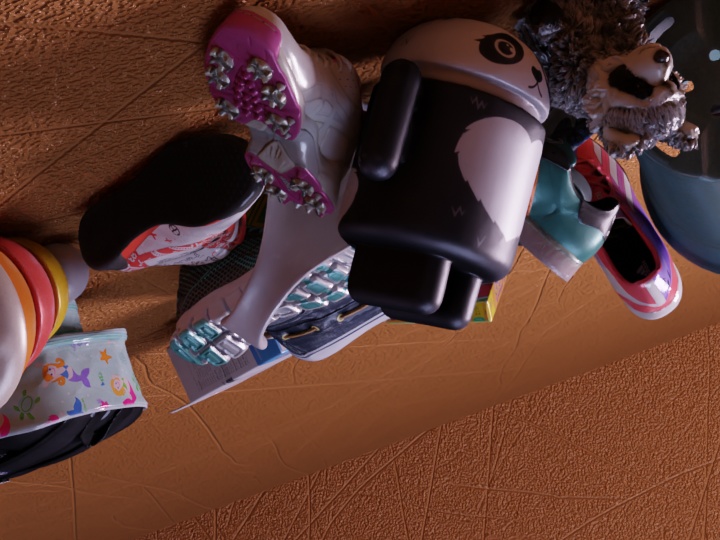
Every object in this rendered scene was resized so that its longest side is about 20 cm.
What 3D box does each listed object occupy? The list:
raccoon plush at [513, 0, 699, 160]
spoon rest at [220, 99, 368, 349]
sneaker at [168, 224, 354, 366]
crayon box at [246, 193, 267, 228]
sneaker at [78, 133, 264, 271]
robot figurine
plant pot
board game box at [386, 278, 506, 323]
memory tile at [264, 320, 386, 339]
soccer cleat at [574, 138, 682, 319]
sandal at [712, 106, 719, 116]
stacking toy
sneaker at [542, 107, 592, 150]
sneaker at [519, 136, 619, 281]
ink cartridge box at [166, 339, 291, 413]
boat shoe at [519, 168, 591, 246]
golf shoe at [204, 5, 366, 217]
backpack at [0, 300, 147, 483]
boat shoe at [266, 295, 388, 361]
[{"bbox_3d":[0.172,-0.116,1.096,0.096,0.135,0.200,-18,163,-6],"label":"raccoon plush"},{"bbox_3d":[-0.039,-0.031,1.131,0.201,0.099,0.061,-59,180,9],"label":"spoon rest"},{"bbox_3d":[-0.075,-0.007,1.231,0.198,0.092,0.077,-28,141,21],"label":"sneaker"},{"bbox_3d":[-0.035,-0.048,1.317,0.126,0.051,0.199,-7,164,-43],"label":"crayon box"},{"bbox_3d":[-0.114,-0.052,1.162,0.200,0.068,0.107,-24,167,41],"label":"sneaker"},{"bbox_3d":[0.057,-0.066,1.031,0.123,0.203,0.150,16,171,-3],"label":"robot figurine"},{"bbox_3d":[0.292,-0.116,1.206,0.198,0.203,0.196,-21,158,17],"label":"plant pot"},{"bbox_3d":[0.091,-0.019,1.395,0.094,0.030,0.201,-2,-149,20],"label":"board game box"},{"bbox_3d":[-0.063,0.030,1.477,0.197,0.017,0.154,-8,-162,-1],"label":"memory tile"},{"bbox_3d":[0.208,-0.052,1.327,0.068,0.201,0.073,-31,153,7],"label":"soccer cleat"},{"bbox_3d":[0.316,-0.136,1.441,0.198,0.046,0.075,-15,167,-14],"label":"sandal"},{"bbox_3d":[-0.273,0.022,1.186,0.145,0.148,0.200,-23,-177,24],"label":"stacking toy"},{"bbox_3d":[0.121,-0.088,1.251,0.199,0.077,0.085,-36,178,8],"label":"sneaker"},{"bbox_3d":[0.111,-0.083,1.171,0.080,0.200,0.071,-47,-162,7],"label":"sneaker"},{"bbox_3d":[-0.121,0.076,1.643,0.199,0.068,0.115,-30,174,41],"label":"ink cartridge box"},{"bbox_3d":[0.104,-0.049,1.333,0.198,0.075,0.062,3,-135,39],"label":"boat shoe"},{"bbox_3d":[-0.043,-0.118,0.999,0.092,0.075,0.201,-58,159,-19],"label":"golf shoe"},{"bbox_3d":[-0.295,0.106,1.378,0.198,0.153,0.177,-17,172,31],"label":"backpack"},{"bbox_3d":[0.000,0.000,1.281,0.199,0.071,0.091,-37,144,14],"label":"boat shoe"}]
